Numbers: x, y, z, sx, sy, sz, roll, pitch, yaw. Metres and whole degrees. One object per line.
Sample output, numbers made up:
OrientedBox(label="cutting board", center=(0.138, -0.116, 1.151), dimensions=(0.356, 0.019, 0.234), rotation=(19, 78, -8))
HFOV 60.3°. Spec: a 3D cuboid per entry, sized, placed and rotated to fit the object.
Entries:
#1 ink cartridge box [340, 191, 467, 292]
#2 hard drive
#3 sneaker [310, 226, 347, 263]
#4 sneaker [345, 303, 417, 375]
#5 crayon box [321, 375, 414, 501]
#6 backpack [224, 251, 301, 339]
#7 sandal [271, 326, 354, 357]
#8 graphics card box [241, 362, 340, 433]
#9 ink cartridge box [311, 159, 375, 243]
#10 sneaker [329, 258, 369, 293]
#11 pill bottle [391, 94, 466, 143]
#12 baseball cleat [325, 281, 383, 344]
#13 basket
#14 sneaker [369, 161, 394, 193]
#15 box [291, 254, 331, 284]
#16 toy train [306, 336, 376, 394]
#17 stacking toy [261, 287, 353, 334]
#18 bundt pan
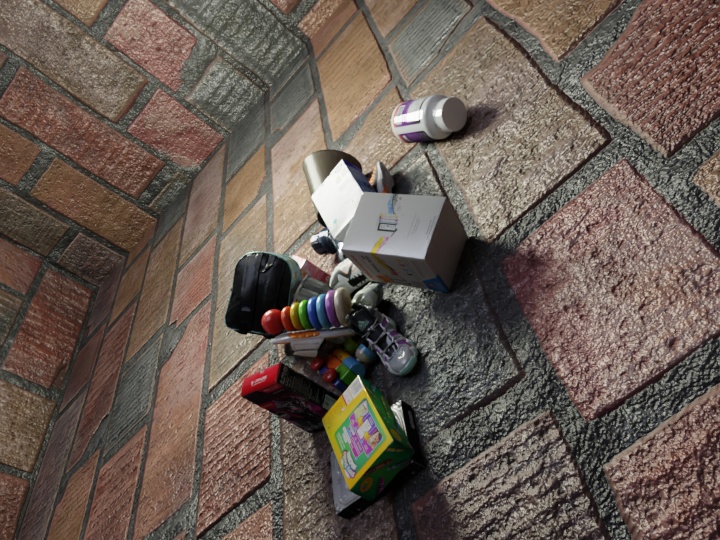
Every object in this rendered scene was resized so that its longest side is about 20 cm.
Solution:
OrientedBox(label="ink cartridge box", center=(0.092, -0.060, 1.286), dimensions=(0.199, 0.147, 0.145), rotation=(8, 67, 33))
OrientedBox(label="hard drive", center=(0.025, 0.351, 1.152), dimensions=(0.200, 0.038, 0.140), rotation=(-42, 32, 24))
OrientedBox(label="sneaker", center=(-0.068, -0.060, 1.641), dimensions=(0.146, 0.077, 0.203), rotation=(-25, 30, 25))
OrientedBox(label="sneaker", center=(0.028, 0.130, 1.261), dimensions=(0.078, 0.140, 0.200), rotation=(-52, 29, 4))
OrientedBox(label="crayon box", center=(0.008, 0.300, 1.130), dimensions=(0.119, 0.058, 0.200), rotation=(-51, 30, 9))
OrientedBox(label="backpack", center=(-0.225, 0.052, 1.520), dimensions=(0.175, 0.153, 0.201), rotation=(8, 98, 18))
OrientedBox(label="sandal", center=(-0.091, 0.158, 1.350), dimensions=(0.079, 0.205, 0.060), rotation=(-107, 10, -87))
OrientedBox(label="graphics card box", center=(-0.135, 0.271, 1.299), dimensions=(0.125, 0.200, 0.051), rotation=(-27, 39, 38))
OrientedBox(label="ink cartridge box", center=(-0.038, -0.180, 1.555), dimensions=(0.137, 0.076, 0.200), rotation=(-47, 51, 21))
OrientedBox(label="sneaker", center=(0.000, 0.000, 1.502), dimensions=(0.200, 0.074, 0.080), rotation=(-47, 33, 16))
OrientedBox(label="pill bottle", center=(0.177, -0.390, 1.593), dimensions=(0.200, 0.111, 0.112), rotation=(11, 69, 58))
OrientedBox(label="baseball cleat", center=(-0.005, 0.099, 1.432), dimensions=(0.106, 0.070, 0.200), rotation=(-38, -5, -47))
OrientedBox(label="basket", center=(-0.074, -0.224, 1.753), dimensions=(0.136, 0.179, 0.201), rotation=(117, 155, -44))
OrientedBox(label="sneaker", center=(0.025, -0.215, 1.636), dimensions=(0.112, 0.078, 0.200), rotation=(-29, 23, 21))
OrientedBox(label="box", center=(-0.178, 0.072, 1.660), dimensions=(0.201, 0.102, 0.095), rotation=(-60, 30, -7))
OrientedBox(label="toy train", center=(-0.048, 0.194, 1.379), dimensions=(0.116, 0.085, 0.200), rotation=(-48, 29, -8))
OrientedBox(label="stacking toy", center=(-0.119, 0.097, 1.344), dimensions=(0.199, 0.086, 0.086), rotation=(-12, 45, 14))
OrientedBox(label="bundt pan", center=(-0.114, 0.116, 1.477), dimensions=(0.202, 0.075, 0.203), rotation=(14, -90, -84))
